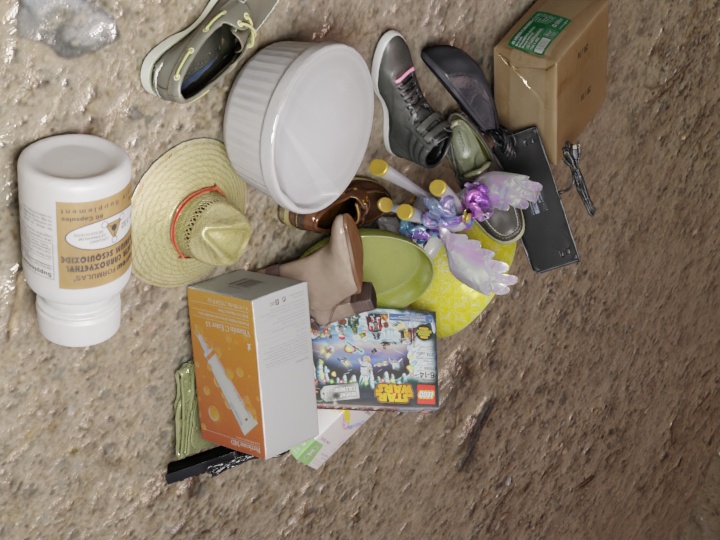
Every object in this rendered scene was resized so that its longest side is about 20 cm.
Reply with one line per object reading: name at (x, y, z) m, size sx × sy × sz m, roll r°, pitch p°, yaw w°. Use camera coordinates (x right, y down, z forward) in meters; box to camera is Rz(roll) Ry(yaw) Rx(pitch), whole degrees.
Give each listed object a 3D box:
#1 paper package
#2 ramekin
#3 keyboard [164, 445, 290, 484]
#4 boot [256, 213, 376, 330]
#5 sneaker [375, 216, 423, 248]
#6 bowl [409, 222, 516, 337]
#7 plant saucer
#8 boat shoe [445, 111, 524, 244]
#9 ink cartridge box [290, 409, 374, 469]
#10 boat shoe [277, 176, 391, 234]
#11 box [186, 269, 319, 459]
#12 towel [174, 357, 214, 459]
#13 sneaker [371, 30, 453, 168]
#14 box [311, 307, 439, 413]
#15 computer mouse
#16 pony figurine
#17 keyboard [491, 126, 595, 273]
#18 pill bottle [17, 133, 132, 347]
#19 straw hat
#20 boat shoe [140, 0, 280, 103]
paper package at (0.280, -0.286, 1.924) m, size 0.200 × 0.102 × 0.192 m, roll -49°, pitch 145°, yaw -39°
ramekin at (-0.077, -0.175, 1.543) m, size 0.202 × 0.093 × 0.205 m, roll -35°, pitch 134°, yaw -46°
keyboard at (-0.154, 0.236, 1.687) m, size 0.198 × 0.127 × 0.021 m, roll -19°, pitch 95°, yaw -5°
boot at (-0.064, 0.005, 1.678) m, size 0.201 × 0.144 × 0.071 m, roll 73°, pitch 19°, yaw -47°
sneaker at (0.019, 0.007, 1.874) m, size 0.081 × 0.075 × 0.202 m, roll 15°, pitch 109°, yaw -22°
bowl at (0.123, -0.015, 1.913) m, size 0.107 × 0.200 × 0.201 m, roll 35°, pitch 84°, yaw -19°
plant saucer at (0.000, 0.000, 1.764) m, size 0.197 × 0.031 × 0.201 m, roll -4°, pitch 147°, yaw -3°
boat shoe at (0.166, -0.131, 1.842) m, size 0.071 × 0.203 × 0.066 m, roll -26°, pitch 166°, yaw 6°
ink cartridge box at (-0.025, 0.184, 1.868) m, size 0.200 × 0.067 × 0.117 m, roll -45°, pitch 160°, yaw -1°
boat shoe at (-0.021, -0.078, 1.735) m, size 0.199 × 0.067 × 0.073 m, roll -9°, pitch 122°, yaw -51°
box at (-0.133, 0.113, 1.628) m, size 0.097 × 0.123 × 0.203 m, roll -19°, pitch 110°, yaw -45°
towel at (-0.168, 0.156, 1.742) m, size 0.199 × 0.036 × 0.150 m, roll -21°, pitch 129°, yaw -43°
sneaker at (0.074, -0.220, 1.730) m, size 0.071 × 0.099 × 0.202 m, roll -38°, pitch 140°, yaw -27°
box at (0.008, 0.120, 1.790) m, size 0.197 × 0.040 × 0.139 m, roll 3°, pitch 73°, yaw -15°
computer mouse at (0.152, -0.249, 1.802) m, size 0.053 × 0.139 × 0.200 m, roll -41°, pitch 136°, yaw 6°
pony figurine at (0.122, -0.075, 1.746) m, size 0.199 × 0.192 × 0.168 m, roll 22°, pitch 89°, yaw -55°
keyboard at (0.271, -0.106, 1.862) m, size 0.021 × 0.126 × 0.202 m, roll -25°, pitch 97°, yaw -62°
pill bottle at (-0.294, -0.028, 1.362) m, size 0.114 × 0.114 × 0.202 m, roll -26°, pitch 134°, yaw -41°
straw hat at (-0.174, -0.049, 1.533) m, size 0.200 × 0.085 × 0.203 m, roll -33°, pitch 139°, yaw -35°
boat shoe at (-0.150, -0.254, 1.436) m, size 0.202 × 0.060 × 0.072 m, roll -46°, pitch 144°, yaw -22°
